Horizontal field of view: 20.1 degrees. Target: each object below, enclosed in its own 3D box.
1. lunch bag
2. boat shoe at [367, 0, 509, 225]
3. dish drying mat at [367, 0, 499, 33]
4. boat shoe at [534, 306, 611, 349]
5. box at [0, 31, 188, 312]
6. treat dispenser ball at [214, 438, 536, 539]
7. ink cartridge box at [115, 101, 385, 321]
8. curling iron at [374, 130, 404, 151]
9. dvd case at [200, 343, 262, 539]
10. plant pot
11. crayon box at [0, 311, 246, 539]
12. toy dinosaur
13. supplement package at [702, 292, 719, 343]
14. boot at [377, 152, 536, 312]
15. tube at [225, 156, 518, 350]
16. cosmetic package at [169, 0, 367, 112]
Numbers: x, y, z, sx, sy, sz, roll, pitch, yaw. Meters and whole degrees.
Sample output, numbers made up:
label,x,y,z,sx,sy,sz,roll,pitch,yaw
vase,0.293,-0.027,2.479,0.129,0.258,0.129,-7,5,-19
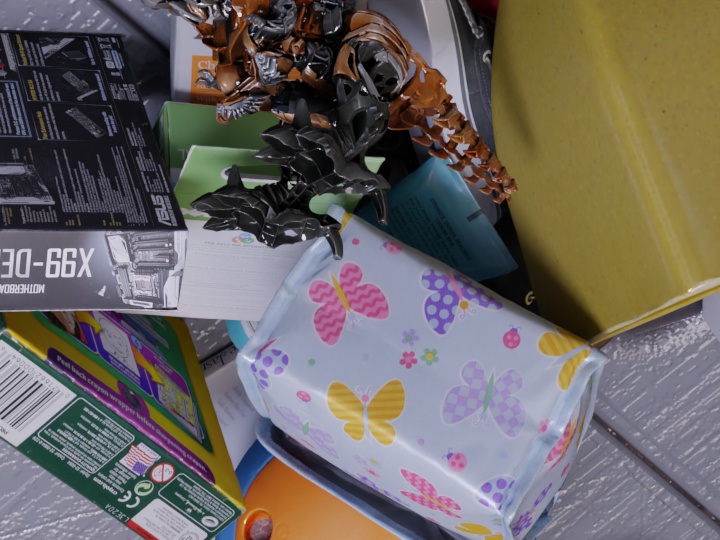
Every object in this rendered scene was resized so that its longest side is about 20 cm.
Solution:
label,x,y,z,sx,sy,sz,roll,pitch,yaw
lunch bag,0.034,0.076,1.092,0.128,0.169,0.200,-58,169,-12
boat shoe,0.052,-0.111,1.124,0.056,0.069,0.201,-31,130,-17
dish drying mat,0.081,-0.151,1.132,0.199,0.018,0.077,20,130,-20
boat shoe,0.136,0.013,1.293,0.200,0.072,0.072,-42,148,9
box,-0.184,-0.055,1.038,0.157,0.200,0.050,-1,125,-19
treat dispenser ball,0.009,0.172,1.258,0.199,0.201,0.202,-9,129,-11
ink cartridge box,-0.066,-0.040,1.098,0.103,0.060,0.200,4,153,-17
curling iron,-0.055,-0.047,1.201,0.199,0.026,0.050,-35,127,10
dvd case,-0.056,0.100,1.323,0.199,0.018,0.143,-31,129,6
plant pot,0.173,-0.093,1.044,0.193,0.201,0.195,-21,174,-17
crayon box,-0.163,0.047,1.143,0.058,0.173,0.200,-39,129,11
toy dinosaur,-0.014,-0.088,0.969,0.199,0.136,0.102,17,148,3
supplement package,0.289,-0.024,1.275,0.120,0.120,0.201,-16,131,-7
boot,0.111,0.001,1.218,0.153,0.073,0.205,-25,92,-3
tube,0.000,0.000,1.184,0.199,0.050,0.078,-27,105,42
cosmetic package,-0.047,-0.161,1.051,0.101,0.072,0.201,0,140,-7
